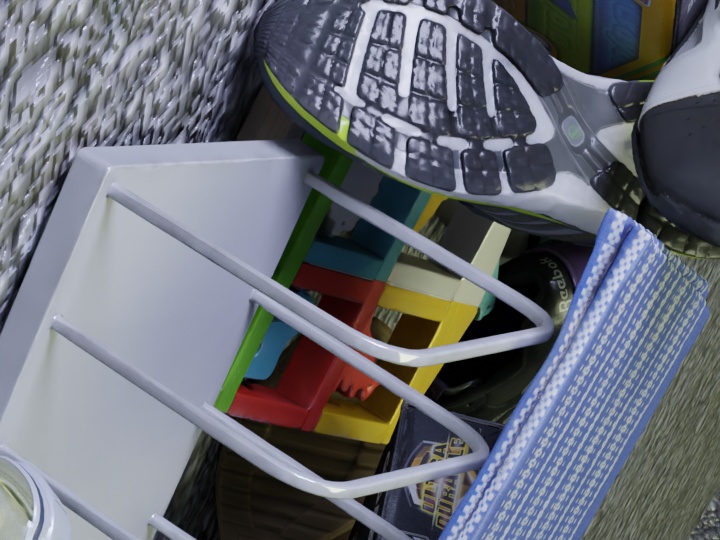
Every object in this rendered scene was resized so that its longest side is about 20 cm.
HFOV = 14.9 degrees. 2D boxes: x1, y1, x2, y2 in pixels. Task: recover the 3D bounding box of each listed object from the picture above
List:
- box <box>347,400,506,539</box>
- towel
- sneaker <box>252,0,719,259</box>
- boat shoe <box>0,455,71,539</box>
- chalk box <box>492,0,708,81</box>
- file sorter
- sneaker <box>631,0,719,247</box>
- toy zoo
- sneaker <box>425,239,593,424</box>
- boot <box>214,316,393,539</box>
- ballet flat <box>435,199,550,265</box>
[{"bbox_3d":[0.002,0.184,1.057,0.199,0.050,0.200,106,-4,-56],"label":"box"},{"bbox_3d":[0.070,0.055,0.950,0.145,0.024,0.200,-61,165,0],"label":"towel"},{"bbox_3d":[0.045,-0.046,0.968,0.081,0.200,0.074,-12,-119,59],"label":"sneaker"},{"bbox_3d":[-0.158,0.136,0.799,0.062,0.072,0.200,43,70,-51],"label":"boat shoe"},{"bbox_3d":[0.088,-0.162,0.964,0.125,0.124,0.200,-56,165,-17],"label":"chalk box"},{"bbox_3d":[-0.047,0.075,0.891,0.139,0.124,0.200,-7,126,-62],"label":"file sorter"},{"bbox_3d":[0.149,-0.087,0.932,0.200,0.074,0.089,-59,169,-46],"label":"sneaker"},{"bbox_3d":[0.000,0.000,1.047,0.200,0.020,0.131,16,103,-58],"label":"toy zoo"},{"bbox_3d":[0.048,0.040,1.204,0.087,0.076,0.200,-9,155,-37],"label":"sneaker"},{"bbox_3d":[-0.019,0.080,1.228,0.166,0.072,0.200,-62,173,-65],"label":"boot"},{"bbox_3d":[0.068,-0.032,1.282,0.070,0.069,0.200,-61,171,1],"label":"ballet flat"}]
